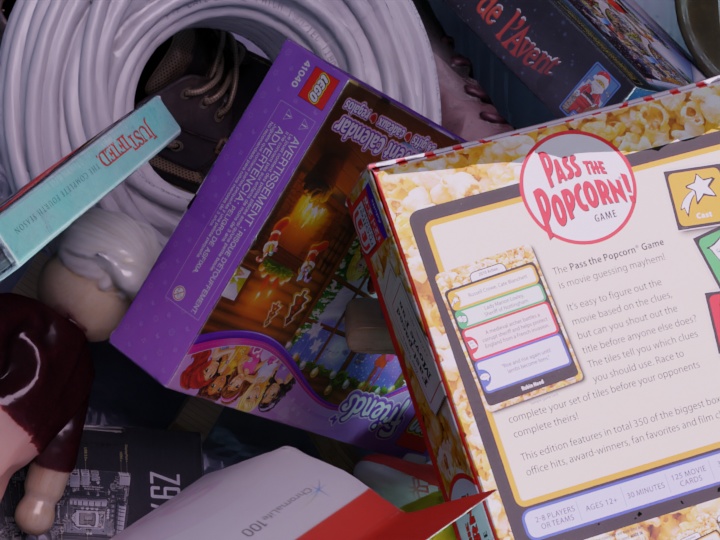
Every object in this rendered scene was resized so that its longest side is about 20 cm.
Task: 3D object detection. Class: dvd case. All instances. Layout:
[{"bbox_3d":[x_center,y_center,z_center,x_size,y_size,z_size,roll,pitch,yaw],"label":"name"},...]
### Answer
[{"bbox_3d":[-0.169,0.011,0.845,0.022,0.200,0.146,55,27,-8],"label":"dvd case"}]

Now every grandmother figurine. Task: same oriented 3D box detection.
[{"bbox_3d":[-0.142,0.055,0.857,0.060,0.121,0.200,27,64,20],"label":"grandmother figurine"}]

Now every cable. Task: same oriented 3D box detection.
[{"bbox_3d":[-0.063,-0.071,0.959,0.200,0.069,0.200,-43,109,-15],"label":"cable"}]

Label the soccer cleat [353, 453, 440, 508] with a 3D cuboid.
[{"bbox_3d":[0.071,0.152,0.969,0.200,0.069,0.085,37,75,-19],"label":"soccer cleat"}]

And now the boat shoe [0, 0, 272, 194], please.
[{"bbox_3d":[-0.088,-0.081,1.023,0.200,0.073,0.075,10,62,-18],"label":"boat shoe"}]

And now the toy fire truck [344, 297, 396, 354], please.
[{"bbox_3d":[0.092,0.047,0.929,0.129,0.176,0.200,-45,105,-6],"label":"toy fire truck"}]

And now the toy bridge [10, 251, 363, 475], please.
[{"bbox_3d":[-0.064,0.052,0.995,0.200,0.027,0.067,33,56,-5],"label":"toy bridge"}]

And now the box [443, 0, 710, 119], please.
[{"bbox_3d":[0.084,-0.135,1.077,0.200,0.038,0.137,49,22,22],"label":"box"}]

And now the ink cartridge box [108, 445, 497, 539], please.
[{"bbox_3d":[-0.065,0.115,0.807,0.162,0.200,0.057,-32,88,-32],"label":"ink cartridge box"}]

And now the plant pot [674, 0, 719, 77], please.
[{"bbox_3d":[0.252,-0.158,1.118,0.200,0.187,0.187,-31,80,-41],"label":"plant pot"}]

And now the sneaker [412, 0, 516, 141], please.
[{"bbox_3d":[0.067,-0.064,1.055,0.115,0.076,0.200,-12,76,10],"label":"sneaker"}]

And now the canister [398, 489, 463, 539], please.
[{"bbox_3d":[0.043,0.196,0.882,0.087,0.148,0.200,-28,89,-54],"label":"canister"}]

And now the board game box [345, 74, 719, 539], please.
[{"bbox_3d":[0.098,0.041,0.822,0.151,0.046,0.200,-14,78,-15],"label":"board game box"}]

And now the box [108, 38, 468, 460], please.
[{"bbox_3d":[0.000,0.000,0.918,0.039,0.137,0.200,35,7,33],"label":"box"}]

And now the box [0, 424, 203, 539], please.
[{"bbox_3d":[-0.141,0.159,0.900,0.160,0.044,0.200,5,64,-21],"label":"box"}]
